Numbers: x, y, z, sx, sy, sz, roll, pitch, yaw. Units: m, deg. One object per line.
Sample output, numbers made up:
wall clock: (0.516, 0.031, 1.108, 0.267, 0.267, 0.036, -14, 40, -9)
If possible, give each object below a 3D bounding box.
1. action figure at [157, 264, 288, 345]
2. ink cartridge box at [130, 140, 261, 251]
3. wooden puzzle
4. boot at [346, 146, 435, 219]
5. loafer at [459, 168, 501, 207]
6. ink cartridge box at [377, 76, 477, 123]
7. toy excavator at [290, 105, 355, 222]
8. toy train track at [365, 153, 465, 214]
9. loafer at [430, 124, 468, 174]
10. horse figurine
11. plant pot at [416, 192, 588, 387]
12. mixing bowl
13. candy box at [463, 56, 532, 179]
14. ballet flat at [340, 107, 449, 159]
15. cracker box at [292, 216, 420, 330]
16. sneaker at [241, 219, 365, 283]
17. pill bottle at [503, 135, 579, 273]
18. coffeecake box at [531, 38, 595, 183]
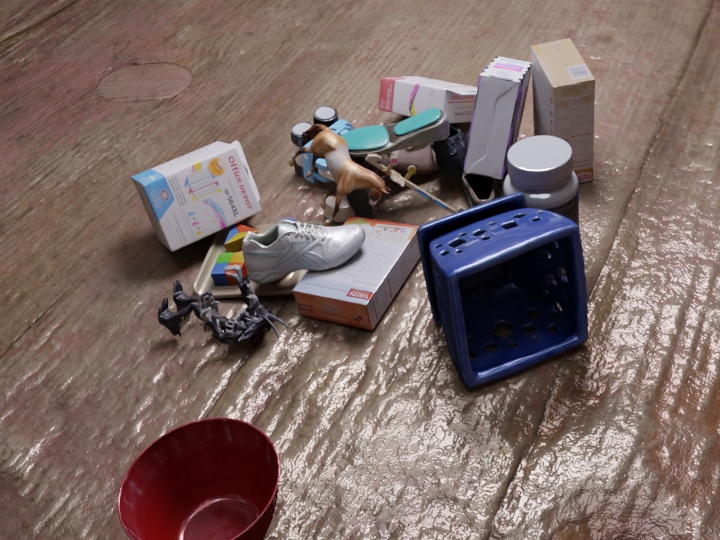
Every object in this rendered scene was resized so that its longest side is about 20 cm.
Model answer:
action figure: (-0.214, 0.057, 1.436, 0.199, 0.103, 0.119, 4, 30, 20)
ink cartridge box: (-0.278, -0.139, 1.636, 0.199, 0.129, 0.125, -26, 20, -16)
wooden puzzle: (-0.168, -0.029, 1.569, 0.199, 0.046, 0.186, 0, 41, 14)
boot: (0.064, -0.171, 1.655, 0.199, 0.064, 0.187, -4, 60, -30)
loafer: (0.210, -0.149, 1.605, 0.071, 0.063, 0.200, -9, 40, 4)
ink cartridge box: (0.146, -0.327, 1.789, 0.199, 0.068, 0.116, 20, 23, 38)
toy excavator: (-0.047, -0.191, 1.705, 0.200, 0.100, 0.194, 30, 54, 27)
toy train track: (0.101, -0.147, 1.559, 0.199, 0.033, 0.115, 31, 12, -11)
loafer: (0.161, -0.238, 1.691, 0.068, 0.071, 0.201, -21, 21, 12)
horse figurine: (-0.047, -0.174, 1.566, 0.050, 0.132, 0.201, -8, 63, -50)
plant pot: (0.191, 0.013, 1.321, 0.199, 0.201, 0.180, -20, 33, -10)
mixing bowl: (-0.184, 0.293, 1.141, 0.199, 0.109, 0.201, -7, 39, 6)
candy box: (0.240, -0.270, 1.612, 0.071, 0.169, 0.200, 12, 24, 11)
ballet flat: (0.058, -0.221, 1.596, 0.199, 0.064, 0.068, -16, 47, 8)
cracker box: (0.000, 0.000, 1.484, 0.133, 0.058, 0.200, 11, 44, 28)
sneaker: (-0.091, -0.041, 1.457, 0.199, 0.081, 0.071, -15, 34, 1)
pill bottle: (0.277, -0.097, 1.419, 0.113, 0.201, 0.114, -7, 40, 6)
coffeecake box: (0.350, -0.272, 1.610, 0.073, 0.201, 0.154, -10, 40, 0)
